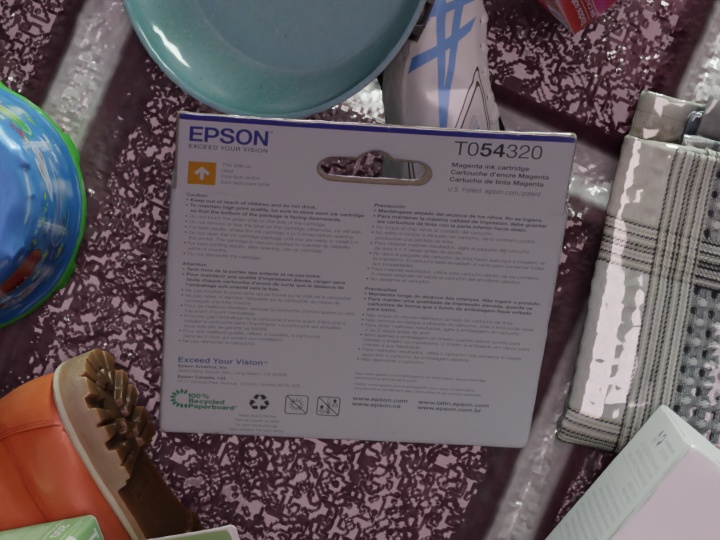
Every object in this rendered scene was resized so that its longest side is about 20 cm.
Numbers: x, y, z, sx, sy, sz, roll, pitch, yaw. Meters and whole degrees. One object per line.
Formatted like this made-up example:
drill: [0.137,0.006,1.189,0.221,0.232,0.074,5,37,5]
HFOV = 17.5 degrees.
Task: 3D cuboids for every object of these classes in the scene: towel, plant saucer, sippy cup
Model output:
towel: [0.216,0.015,1.254,0.192,0.035,0.201,13,88,-5]
plant saucer: [-0.038,-0.177,1.194,0.199,0.036,0.201,3,95,30]
sippy cup: [-0.206,-0.034,1.171,0.139,0.130,0.178,-33,92,-5]

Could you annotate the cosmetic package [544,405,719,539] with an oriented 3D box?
cosmetic package: [0.170,0.214,1.195,0.199,0.123,0.200,40,95,-4]

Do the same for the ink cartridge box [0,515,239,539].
ink cartridge box: [-0.118,0.193,1.160,0.199,0.048,0.146,-13,106,24]

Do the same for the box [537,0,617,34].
box: [0.085,-0.228,1.158,0.095,0.100,0.200,-37,137,-3]

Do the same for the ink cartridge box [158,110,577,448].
ink cartridge box: [0.000,0.000,1.181,0.195,0.043,0.201,4,125,-5]

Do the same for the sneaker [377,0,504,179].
sneaker: [0.045,-0.092,1.215,0.072,0.072,0.201,-1,105,-20]

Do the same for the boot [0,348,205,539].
boot: [-0.139,0.149,1.215,0.107,0.075,0.201,-23,97,15]
